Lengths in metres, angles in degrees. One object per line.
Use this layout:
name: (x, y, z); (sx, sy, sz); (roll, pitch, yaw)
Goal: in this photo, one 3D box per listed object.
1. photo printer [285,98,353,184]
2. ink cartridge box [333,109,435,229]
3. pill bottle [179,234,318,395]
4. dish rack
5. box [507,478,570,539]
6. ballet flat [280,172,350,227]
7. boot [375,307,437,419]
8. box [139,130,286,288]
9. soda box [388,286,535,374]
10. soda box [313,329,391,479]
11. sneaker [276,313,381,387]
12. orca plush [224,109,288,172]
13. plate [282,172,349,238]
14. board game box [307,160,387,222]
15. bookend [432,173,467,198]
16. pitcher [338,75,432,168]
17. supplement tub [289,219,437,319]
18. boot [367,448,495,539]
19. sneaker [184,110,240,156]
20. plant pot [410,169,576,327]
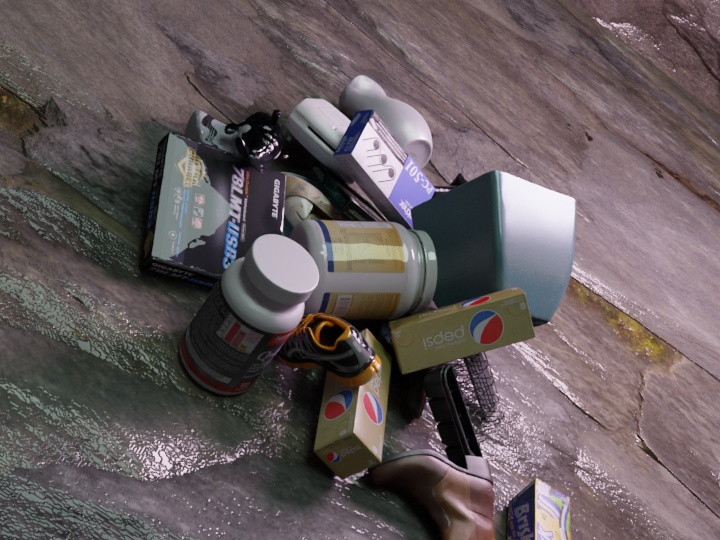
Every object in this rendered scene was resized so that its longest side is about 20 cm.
photo printer: (-0.044, -0.223, 1.770); (0.166, 0.070, 0.200); (42, 12, 0)
ink cartridge box: (0.042, -0.161, 1.690); (0.200, 0.044, 0.095); (48, 58, -37)
pill bottle: (-0.141, 0.056, 1.305); (0.115, 0.201, 0.117); (24, 37, -20)
dish rack: (0.163, 0.183, 1.522); (0.200, 0.054, 0.155); (-35, 110, -56)
box: (0.243, 0.388, 1.403); (0.064, 0.070, 0.201); (31, 35, -13)
ballet flat: (-0.066, -0.077, 1.603); (0.199, 0.068, 0.068); (35, 40, -5)
boot: (0.061, 0.133, 1.546); (0.095, 0.075, 0.202); (11, 45, -1)
box: (-0.204, -0.074, 1.469); (0.196, 0.050, 0.203); (18, 62, -28)
soda box: (0.142, 0.084, 1.462); (0.064, 0.197, 0.069); (-107, -178, -82)
soda box: (-0.007, 0.176, 1.385); (0.064, 0.067, 0.201); (48, 29, -27)
sneaker: (-0.056, 0.090, 1.382); (0.078, 0.198, 0.078); (-48, 129, -27)
orca plush: (-0.152, -0.216, 1.552); (0.104, 0.072, 0.200); (29, 18, 3)
plate: (-0.087, -0.078, 1.662); (0.198, 0.026, 0.202); (25, 36, -20)
board game box: (-0.005, -0.101, 1.666); (0.135, 0.028, 0.200); (38, 7, -28)
bookend: (0.142, -0.069, 1.805); (0.197, 0.092, 0.201); (-2, 51, -44)
pitcher: (0.066, -0.262, 1.946); (0.171, 0.122, 0.201); (23, 23, -47)
supplement tub: (0.000, 0.000, 1.515); (0.197, 0.145, 0.146); (1, 47, -22)
boot: (0.102, 0.344, 1.351); (0.186, 0.068, 0.203); (13, 55, -28)
sneaker: (-0.207, -0.167, 1.604); (0.114, 0.075, 0.201); (13, 39, -29)
plant pot: (0.212, -0.010, 1.597); (0.194, 0.195, 0.203); (14, 66, -37)
